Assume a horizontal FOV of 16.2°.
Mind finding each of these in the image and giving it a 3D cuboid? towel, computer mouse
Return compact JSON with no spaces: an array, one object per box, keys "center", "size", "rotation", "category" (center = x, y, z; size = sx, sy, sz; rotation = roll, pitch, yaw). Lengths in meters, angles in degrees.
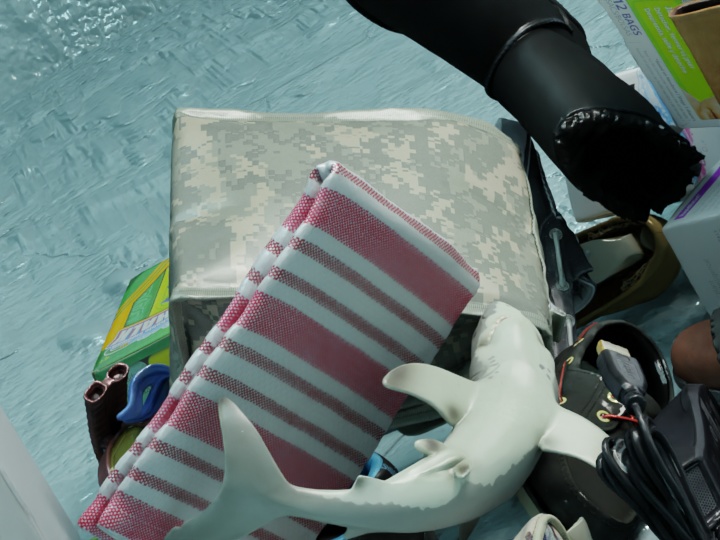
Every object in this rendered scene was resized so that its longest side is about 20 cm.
[{"center":[-0.035,0.054,1.155],"size":[0.030,0.146,0.200],"rotation":[32,87,34],"category":"towel"},{"center":[0.130,0.086,1.093],"size":[0.046,0.141,0.200],"rotation":[-28,16,14],"category":"computer mouse"}]

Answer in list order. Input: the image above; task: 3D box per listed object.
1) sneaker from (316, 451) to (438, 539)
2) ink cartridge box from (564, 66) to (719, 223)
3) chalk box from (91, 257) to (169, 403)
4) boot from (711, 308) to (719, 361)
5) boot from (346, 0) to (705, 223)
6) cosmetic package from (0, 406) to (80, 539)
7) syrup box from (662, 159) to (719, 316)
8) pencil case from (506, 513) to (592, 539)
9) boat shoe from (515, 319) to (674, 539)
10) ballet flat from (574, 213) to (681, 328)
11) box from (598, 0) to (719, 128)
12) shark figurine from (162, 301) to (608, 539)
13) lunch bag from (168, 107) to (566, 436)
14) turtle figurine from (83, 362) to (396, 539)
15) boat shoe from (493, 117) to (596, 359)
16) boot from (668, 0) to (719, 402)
[{"center":[-0.054,0.164,1.250],"size":[0.200,0.082,0.073],"rotation":[-38,44,-18],"category":"sneaker"},{"center":[0.231,-0.092,1.464],"size":[0.200,0.086,0.147],"rotation":[-11,2,45],"category":"ink cartridge box"},{"center":[-0.076,0.064,1.535],"size":[0.125,0.124,0.200],"rotation":[-27,17,12],"category":"chalk box"},{"center":[0.248,0.042,1.116],"size":[0.162,0.073,0.198],"rotation":[-30,23,12],"category":"boot"},{"center":[0.087,-0.109,1.368],"size":[0.073,0.198,0.163],"rotation":[-50,41,17],"category":"boot"},{"center":[-0.291,0.163,1.516],"size":[0.200,0.168,0.166],"rotation":[-30,11,-2],"category":"cosmetic package"},{"center":[0.264,-0.028,1.304],"size":[0.200,0.079,0.081],"rotation":[-14,23,44],"category":"syrup box"},{"center":[0.016,0.173,1.141],"size":[0.200,0.078,0.089],"rotation":[-21,7,26],"category":"pencil case"},{"center":[0.116,0.080,1.238],"size":[0.063,0.074,0.201],"rotation":[-44,7,20],"category":"boat shoe"},{"center":[0.092,0.017,1.467],"size":[0.200,0.069,0.063],"rotation":[-29,-13,5],"category":"ballet flat"},{"center":[0.238,-0.147,1.269],"size":[0.200,0.113,0.101],"rotation":[0,52,38],"category":"box"},{"center":[0.027,0.101,1.139],"size":[0.214,0.090,0.128],"rotation":[-23,53,-38],"category":"shark figurine"},{"center":[0.000,0.000,1.313],"size":[0.200,0.118,0.164],"rotation":[-1,40,-4],"category":"lunch bag"},{"center":[-0.085,0.153,1.379],"size":[0.194,0.200,0.144],"rotation":[-47,38,28],"category":"turtle figurine"},{"center":[0.097,0.004,1.402],"size":[0.072,0.068,0.200],"rotation":[109,166,-51],"category":"boat shoe"},{"center":[0.198,-0.038,1.232],"size":[0.188,0.200,0.068],"rotation":[-14,23,43],"category":"boot"}]
